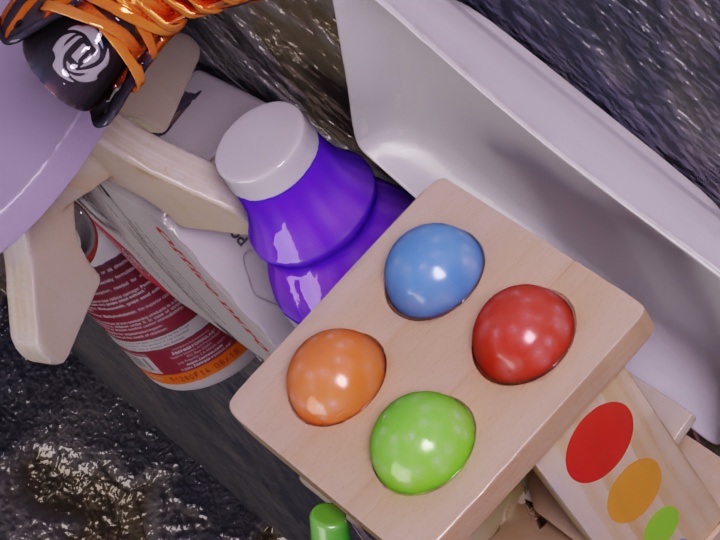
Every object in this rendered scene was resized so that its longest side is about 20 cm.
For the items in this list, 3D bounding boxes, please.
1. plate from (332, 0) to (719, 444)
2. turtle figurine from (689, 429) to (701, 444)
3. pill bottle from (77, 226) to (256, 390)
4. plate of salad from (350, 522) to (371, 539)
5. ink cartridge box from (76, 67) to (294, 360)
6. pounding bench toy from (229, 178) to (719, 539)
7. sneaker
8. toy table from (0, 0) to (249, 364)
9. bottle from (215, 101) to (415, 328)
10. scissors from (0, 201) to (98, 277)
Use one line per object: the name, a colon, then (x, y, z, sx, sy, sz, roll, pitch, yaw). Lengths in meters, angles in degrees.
plate: (0.075, -0.027, 0.937, 0.200, 0.032, 0.200, 41, 169, 13)
turtle figurine: (0.111, 0.080, 1.137, 0.199, 0.065, 0.161, 28, 180, -2)
pill bottle: (-0.140, -0.023, 1.540, 0.109, 0.110, 0.200, 31, 164, 48)
plate of salad: (0.074, 0.166, 1.245, 0.200, 0.048, 0.200, 37, -174, -4)
ink cartridge box: (-0.084, -0.038, 1.340, 0.145, 0.084, 0.200, 50, 168, -35)
pounding bench toy: (0.026, 0.093, 0.957, 0.124, 0.200, 0.156, 35, 168, 44)
sneaker: (-0.071, -0.104, 0.948, 0.078, 0.112, 0.200, 45, 169, -16)
toy table: (-0.146, -0.059, 1.189, 0.183, 0.200, 0.117, 20, 160, 39)
bottle: (0.000, 0.000, 1.183, 0.065, 0.084, 0.200, 32, 166, 47)
scissors: (-0.172, -0.006, 1.288, 0.073, 0.014, 0.200, 48, -164, -16)
